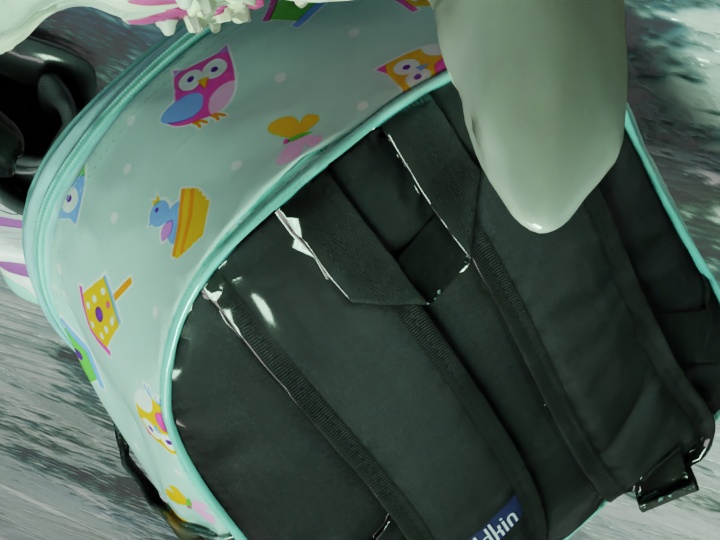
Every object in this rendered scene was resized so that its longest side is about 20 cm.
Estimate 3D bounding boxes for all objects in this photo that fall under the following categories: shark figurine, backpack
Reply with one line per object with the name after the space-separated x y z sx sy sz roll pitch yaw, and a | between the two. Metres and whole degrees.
-0.005 -0.117 0.655 0.214 0.128 0.090 36 145 13 | shark figurine
0.000 0.000 0.855 0.153 0.176 0.200 49 174 36 | backpack

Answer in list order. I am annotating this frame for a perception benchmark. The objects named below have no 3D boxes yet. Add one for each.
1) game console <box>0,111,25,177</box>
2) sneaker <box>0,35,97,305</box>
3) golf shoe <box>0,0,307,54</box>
-0.233 -0.037 0.887 0.199 0.117 0.176 11 163 31 | game console
-0.108 -0.033 1.112 0.199 0.078 0.140 26 167 -23 | sneaker
-0.064 -0.097 0.713 0.199 0.092 0.075 -13 179 -17 | golf shoe
